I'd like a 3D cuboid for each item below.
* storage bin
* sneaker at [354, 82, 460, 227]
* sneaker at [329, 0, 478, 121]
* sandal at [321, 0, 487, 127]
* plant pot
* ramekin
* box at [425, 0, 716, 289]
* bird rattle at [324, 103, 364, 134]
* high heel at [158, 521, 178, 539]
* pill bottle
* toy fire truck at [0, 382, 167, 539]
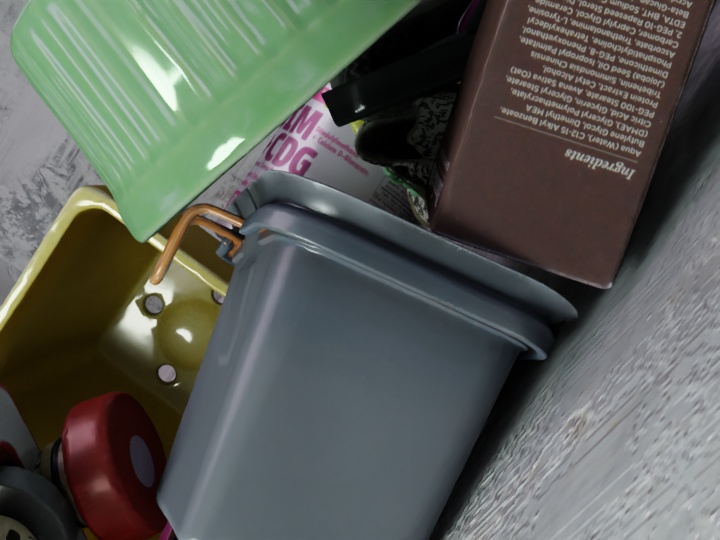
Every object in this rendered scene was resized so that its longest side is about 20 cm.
[{"bbox_3d":[-0.024,0.050,0.595,0.135,0.145,0.200,-67,9,-8],"label":"storage bin"},{"bbox_3d":[0.039,-0.062,0.734,0.200,0.088,0.077,157,125,-77],"label":"sneaker"},{"bbox_3d":[0.062,-0.157,0.771,0.199,0.076,0.114,-26,42,-2],"label":"sneaker"},{"bbox_3d":[0.072,-0.124,0.684,0.200,0.048,0.075,-23,5,-5],"label":"sandal"},{"bbox_3d":[-0.127,0.064,0.973,0.196,0.194,0.200,-54,2,11],"label":"plant pot"},{"bbox_3d":[-0.046,-0.112,0.609,0.200,0.098,0.200,-40,6,5],"label":"ramekin"},{"bbox_3d":[0.086,-0.104,0.546,0.100,0.075,0.201,-84,11,-80],"label":"box"},{"bbox_3d":[0.077,-0.142,0.872,0.201,0.112,0.163,-59,33,22],"label":"bird rattle"},{"bbox_3d":[-0.054,0.102,0.768,0.096,0.067,0.201,-48,-20,-69],"label":"high heel"},{"bbox_3d":[-0.002,-0.078,1.029,0.201,0.113,0.113,-56,8,-2],"label":"pill bottle"},{"bbox_3d":[-0.136,0.154,0.634,0.112,0.201,0.168,-18,21,10],"label":"toy fire truck"}]
